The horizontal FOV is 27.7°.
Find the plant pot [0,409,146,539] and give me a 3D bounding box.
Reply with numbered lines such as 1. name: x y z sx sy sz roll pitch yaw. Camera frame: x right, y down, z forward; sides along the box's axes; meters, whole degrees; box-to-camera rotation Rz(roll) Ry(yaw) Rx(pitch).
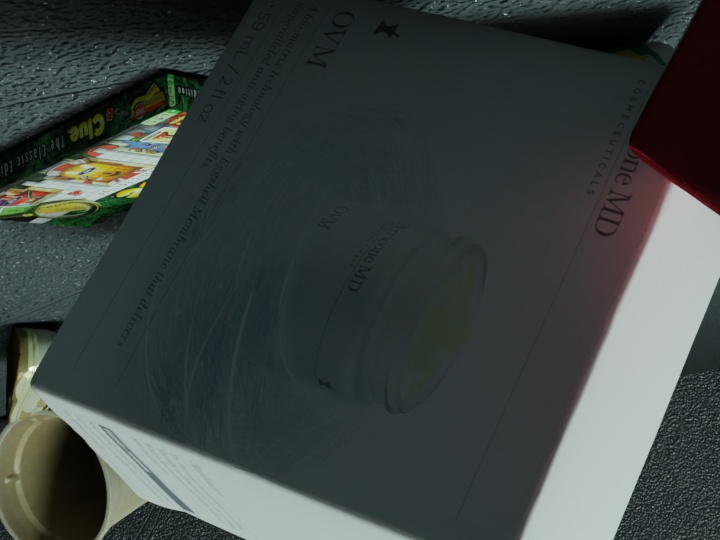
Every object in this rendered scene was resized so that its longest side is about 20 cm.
1. plant pot: -0.362 0.268 1.966 0.199 0.202 0.183 -14 180 28

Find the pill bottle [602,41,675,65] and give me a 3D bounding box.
1. pill bottle: 0.074 -0.041 0.741 0.198 0.114 0.113 -15 171 -12

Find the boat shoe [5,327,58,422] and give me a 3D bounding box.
1. boat shoe: -0.297 0.100 1.369 0.066 0.075 0.200 0 167 -16

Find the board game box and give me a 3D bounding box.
1. board game box: -0.129 -0.060 0.796 0.199 0.024 0.104 -18 168 41

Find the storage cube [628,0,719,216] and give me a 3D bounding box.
1. storage cube: 0.229 -0.065 0.458 0.170 0.201 0.180 2 -151 -47

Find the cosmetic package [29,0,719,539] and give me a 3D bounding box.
1. cosmetic package: 0.018 0.014 0.573 0.199 0.200 0.123 17 157 24
